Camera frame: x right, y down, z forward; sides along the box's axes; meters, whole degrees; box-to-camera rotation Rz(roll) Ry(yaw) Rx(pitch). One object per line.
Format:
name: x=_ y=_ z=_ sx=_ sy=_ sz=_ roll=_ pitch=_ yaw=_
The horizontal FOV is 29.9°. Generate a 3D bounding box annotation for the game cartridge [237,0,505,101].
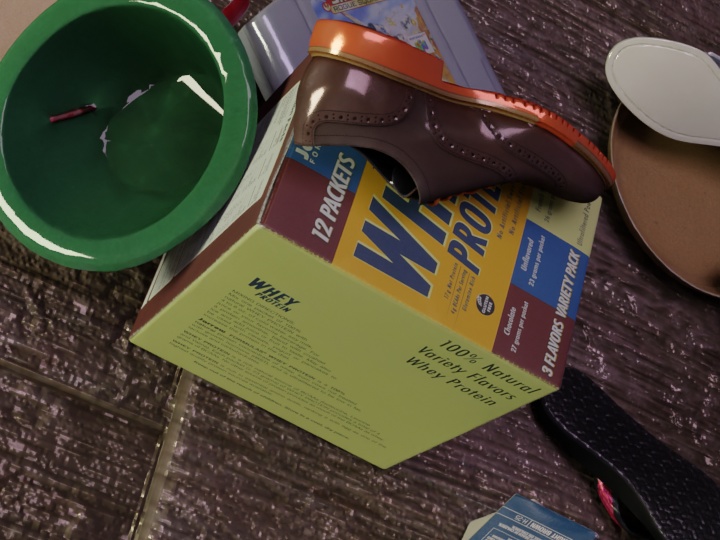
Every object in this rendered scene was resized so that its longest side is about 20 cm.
game cartridge: x=0.010 y=-0.156 z=0.986 sx=0.199 sy=0.041 sz=0.134 roll=-24 pitch=89 yaw=-38

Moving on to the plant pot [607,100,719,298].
plant pot: x=0.280 y=-0.067 z=1.120 sx=0.199 sy=0.027 sz=0.202 roll=12 pitch=64 yaw=-25

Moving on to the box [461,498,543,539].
box: x=0.148 y=0.249 z=0.879 sx=0.200 sy=0.078 sz=0.095 roll=40 pitch=56 yaw=-10

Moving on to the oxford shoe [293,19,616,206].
oxford shoe: x=0.050 y=-0.066 z=0.726 sx=0.199 sy=0.071 sz=0.073 roll=20 pitch=89 yaw=-26

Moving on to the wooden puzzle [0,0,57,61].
wooden puzzle: x=-0.195 y=-0.120 z=0.861 sx=0.184 sy=0.037 sz=0.201 roll=28 pitch=54 yaw=-19

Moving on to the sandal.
sandal: x=0.200 y=0.154 z=0.978 sx=0.200 sy=0.045 sz=0.075 roll=46 pitch=48 yaw=11

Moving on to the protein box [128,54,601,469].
protein box: x=0.000 y=0.000 z=0.820 sx=0.198 sy=0.200 sz=0.136 roll=28 pitch=59 yaw=-17

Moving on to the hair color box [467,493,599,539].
hair color box: x=0.050 y=0.220 z=0.714 sx=0.200 sy=0.060 sz=0.101 roll=-35 pitch=133 yaw=-38

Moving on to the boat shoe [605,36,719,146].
boat shoe: x=0.283 y=-0.143 z=1.114 sx=0.199 sy=0.073 sz=0.062 roll=18 pitch=19 yaw=-16

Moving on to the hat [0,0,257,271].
hat: x=-0.117 y=-0.084 z=0.851 sx=0.200 sy=0.176 sz=0.166 roll=-43 pitch=77 yaw=3
